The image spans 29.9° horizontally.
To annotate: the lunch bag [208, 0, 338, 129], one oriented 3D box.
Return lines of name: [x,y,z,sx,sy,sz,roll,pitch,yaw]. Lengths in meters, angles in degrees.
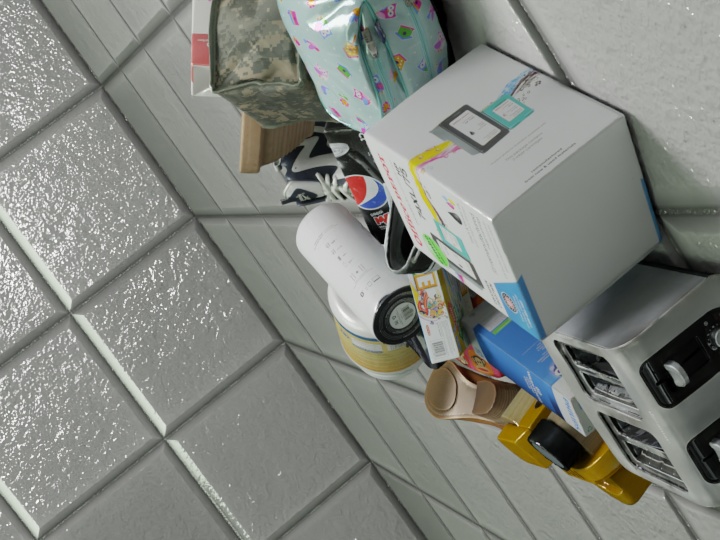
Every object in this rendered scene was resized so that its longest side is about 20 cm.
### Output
lunch bag: [-0.079,-0.262,1.375,0.164,0.116,0.203,27,-119,-73]

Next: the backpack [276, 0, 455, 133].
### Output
backpack: [0.005,-0.229,1.238,0.167,0.126,0.201,39,160,47]

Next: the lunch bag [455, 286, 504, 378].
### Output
lunch bag: [0.125,0.032,1.677,0.177,0.082,0.200,61,164,-20]

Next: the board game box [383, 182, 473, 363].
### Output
board game box: [0.082,-0.010,1.505,0.134,0.034,0.203,-31,-73,-73]

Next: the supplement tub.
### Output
supplement tub: [0.034,0.063,1.936,0.145,0.144,0.201,47,167,24]

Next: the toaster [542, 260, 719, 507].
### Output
toaster: [0.267,0.088,1.185,0.182,0.118,0.200,57,168,-16]

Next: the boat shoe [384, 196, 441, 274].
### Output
boat shoe: [0.061,-0.094,1.316,0.073,0.068,0.202,27,110,35]

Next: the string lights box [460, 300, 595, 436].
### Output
string lights box: [0.206,0.081,1.431,0.200,0.102,0.059,38,160,52]

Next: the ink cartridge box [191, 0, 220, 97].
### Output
ink cartridge box: [-0.172,-0.326,1.649,0.117,0.066,0.203,122,149,-77]

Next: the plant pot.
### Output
plant pot: [-0.101,-0.219,1.661,0.201,0.091,0.204,-177,90,-85]

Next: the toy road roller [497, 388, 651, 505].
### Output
toy road roller: [0.255,0.183,1.510,0.146,0.123,0.200,40,172,-9]

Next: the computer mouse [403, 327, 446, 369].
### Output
computer mouse: [0.070,0.053,1.649,0.140,0.052,0.200,64,173,-22]

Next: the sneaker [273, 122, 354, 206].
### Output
sneaker: [-0.036,-0.107,1.747,0.199,0.129,0.080,48,168,21]

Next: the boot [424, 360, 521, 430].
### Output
boot: [0.183,0.171,1.724,0.154,0.078,0.199,19,168,-27]

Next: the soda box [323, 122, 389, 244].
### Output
soda box: [0.023,-0.119,1.582,0.063,0.071,0.201,-2,140,23]

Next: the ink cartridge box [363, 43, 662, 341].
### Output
ink cartridge box: [0.130,-0.073,1.169,0.200,0.145,0.148,39,162,49]

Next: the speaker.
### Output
speaker: [0.000,0.000,1.589,0.200,0.081,0.082,46,167,46]
